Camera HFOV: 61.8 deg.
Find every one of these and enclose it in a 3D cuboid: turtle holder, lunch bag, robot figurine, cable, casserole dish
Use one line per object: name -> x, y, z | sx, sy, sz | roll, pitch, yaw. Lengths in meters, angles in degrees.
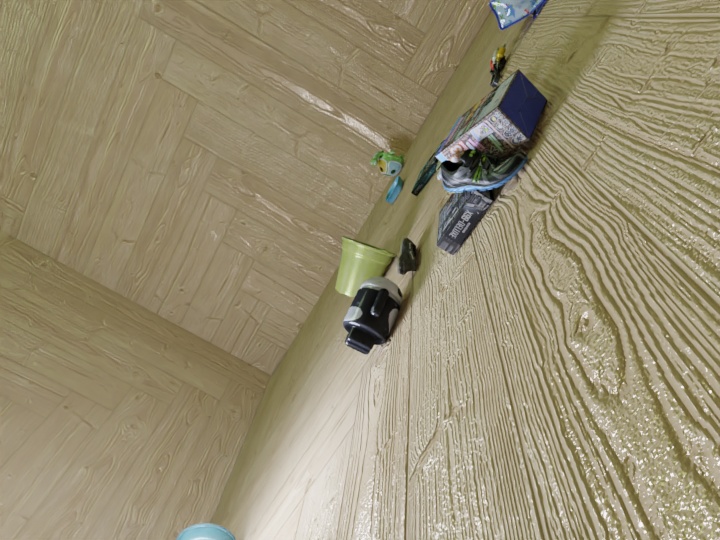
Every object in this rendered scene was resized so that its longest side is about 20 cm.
turtle holder -> 0.158, -0.606, 3.394 | 0.185, 0.140, 0.133 | 8, -84, -58
lunch bag -> 0.541, -0.901, 1.977 | 0.199, 0.128, 0.170 | -21, 30, 31
robot figurine -> 0.033, 0.114, 1.556 | 0.150, 0.125, 0.201 | -2, 54, 47
cable -> 0.446, -0.673, 2.018 | 0.201, 0.050, 0.097 | -64, 7, -35
casserole dish -> 0.171, -0.397, 2.973 | 0.121, 0.039, 0.200 | -58, 8, 22

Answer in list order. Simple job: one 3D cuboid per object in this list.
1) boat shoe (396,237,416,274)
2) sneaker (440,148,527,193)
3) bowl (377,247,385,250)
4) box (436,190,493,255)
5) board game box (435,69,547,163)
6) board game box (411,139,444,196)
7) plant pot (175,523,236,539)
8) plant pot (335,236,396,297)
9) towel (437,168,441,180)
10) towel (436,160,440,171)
boat shoe -> 0.141, -0.040, 1.718 | 0.200, 0.057, 0.067 | -67, -27, -64
sneaker -> 0.248, -0.213, 1.246 | 0.199, 0.083, 0.071 | -4, 32, 42
bowl -> 0.035, 0.000, 2.341 | 0.201, 0.039, 0.201 | -59, 7, 11
box -> 0.240, -0.147, 1.393 | 0.158, 0.050, 0.200 | -58, 7, 28
board game box -> 0.284, -0.310, 1.312 | 0.200, 0.097, 0.160 | -33, 20, 51
board game box -> 0.264, -0.390, 2.290 | 0.200, 0.028, 0.136 | -52, 11, 55
plant pot -> -0.488, 0.925, 1.838 | 0.201, 0.199, 0.196 | -58, 15, 17
plant pot -> 0.000, 0.000, 2.075 | 0.200, 0.199, 0.185 | -121, 50, -82
towel -> 0.298, -0.319, 1.550 | 0.201, 0.085, 0.166 | -62, 8, -27
towel -> 0.314, -0.424, 2.041 | 0.149, 0.036, 0.200 | -56, 9, 39
